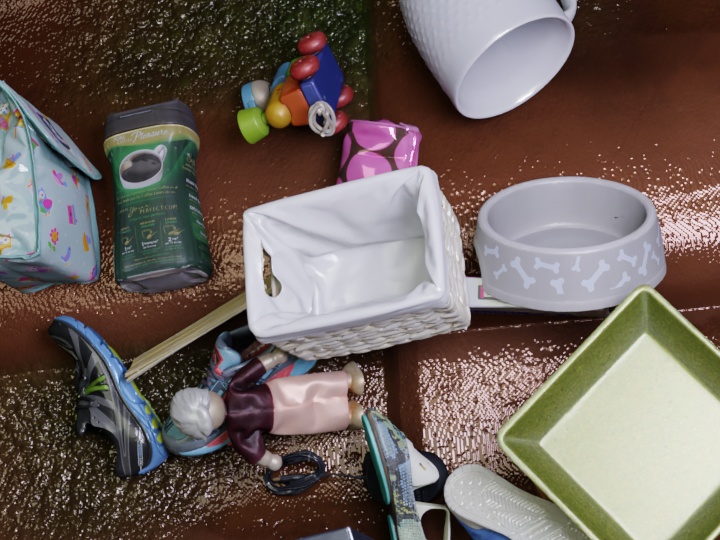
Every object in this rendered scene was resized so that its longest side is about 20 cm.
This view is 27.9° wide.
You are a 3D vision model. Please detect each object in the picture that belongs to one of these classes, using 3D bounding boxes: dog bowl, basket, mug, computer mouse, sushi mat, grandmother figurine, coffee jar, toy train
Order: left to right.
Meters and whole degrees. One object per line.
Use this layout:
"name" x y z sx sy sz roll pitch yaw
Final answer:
"coffee jar" -0.222 -0.083 1.579 0.103 0.085 0.203 -10 75 12
"sushi mat" -0.160 0.056 1.530 0.198 0.096 0.012 -31 97 3
"grandmother figurine" -0.095 0.141 1.462 0.197 0.060 0.123 -1 84 -23
"toy train" -0.080 -0.167 1.529 0.114 0.201 0.085 -21 115 17
"computer mouse" -0.004 0.209 1.491 0.197 0.034 0.060 0 102 17
"basket" 0.000 0.000 1.401 0.197 0.123 0.137 -12 69 17
"mug" 0.140 -0.283 1.537 0.198 0.148 0.176 -19 62 -25
"dog bowl" 0.203 -0.032 1.424 0.197 0.201 0.059 0 117 12

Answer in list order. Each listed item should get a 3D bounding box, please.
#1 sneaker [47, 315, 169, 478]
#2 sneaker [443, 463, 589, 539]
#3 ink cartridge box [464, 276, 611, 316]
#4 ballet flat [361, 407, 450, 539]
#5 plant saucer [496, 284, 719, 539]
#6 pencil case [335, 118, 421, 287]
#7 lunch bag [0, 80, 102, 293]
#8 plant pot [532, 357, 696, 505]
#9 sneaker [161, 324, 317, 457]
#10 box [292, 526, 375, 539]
"sneaker" -0.280 0.132 1.544 0.082 0.071 0.201 -34 75 -5
"sneaker" 0.173 0.266 1.390 0.199 0.111 0.077 29 75 30
"ink cartridge box" 0.152 0.027 1.466 0.197 0.095 0.038 -1 84 12
"ballet flat" 0.051 0.227 1.433 0.073 0.074 0.203 -10 99 9
"plant saucer" 0.256 0.152 1.292 0.200 0.048 0.200 -45 71 -2
"pencil case" 0.019 -0.062 1.524 0.093 0.090 0.203 -8 73 46
"lunch bag" -0.359 -0.091 1.564 0.120 0.170 0.203 -7 77 11
"plant pot" 0.252 0.162 1.389 0.197 0.140 0.203 -3 74 11
"sneaker" -0.138 0.104 1.502 0.200 0.096 0.079 -43 47 -5
"box" -0.074 0.326 1.392 0.197 0.182 0.106 -15 73 7
